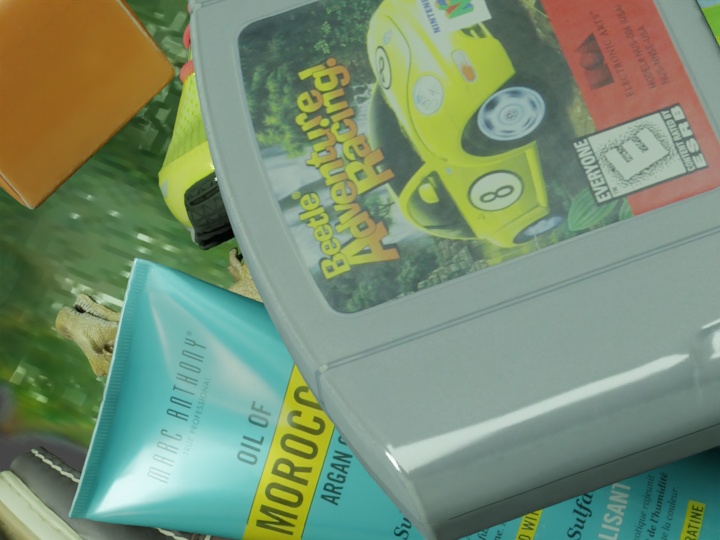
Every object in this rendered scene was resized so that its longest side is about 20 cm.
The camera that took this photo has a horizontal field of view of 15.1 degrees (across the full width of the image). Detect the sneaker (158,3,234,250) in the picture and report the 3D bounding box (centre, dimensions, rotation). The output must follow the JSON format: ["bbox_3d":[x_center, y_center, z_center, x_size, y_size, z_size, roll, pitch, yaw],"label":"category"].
[{"bbox_3d":[-0.026,-0.082,0.812,0.078,0.090,0.200,-25,23,28],"label":"sneaker"}]

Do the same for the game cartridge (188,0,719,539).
[{"bbox_3d":[0.030,-0.033,0.701,0.133,0.041,0.200,-22,58,1],"label":"game cartridge"}]

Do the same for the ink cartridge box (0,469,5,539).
[{"bbox_3d":[-0.219,0.074,0.838,0.200,0.084,0.146,-23,63,9],"label":"ink cartridge box"}]

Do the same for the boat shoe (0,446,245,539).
[{"bbox_3d":[-0.021,0.106,0.788,0.200,0.072,0.065,32,73,21],"label":"boat shoe"}]

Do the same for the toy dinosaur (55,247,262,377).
[{"bbox_3d":[0.000,0.000,0.810,0.200,0.058,0.101,-14,31,42],"label":"toy dinosaur"}]

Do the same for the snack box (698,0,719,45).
[{"bbox_3d":[0.141,-0.150,0.856,0.168,0.068,0.200,-22,65,5],"label":"snack box"}]

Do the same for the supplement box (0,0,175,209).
[{"bbox_3d":[-0.139,-0.093,0.864,0.067,0.069,0.200,-45,39,-6],"label":"supplement box"}]

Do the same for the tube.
[{"bbox_3d":[0.024,0.056,0.760,0.200,0.050,0.078,14,100,-7],"label":"tube"}]
